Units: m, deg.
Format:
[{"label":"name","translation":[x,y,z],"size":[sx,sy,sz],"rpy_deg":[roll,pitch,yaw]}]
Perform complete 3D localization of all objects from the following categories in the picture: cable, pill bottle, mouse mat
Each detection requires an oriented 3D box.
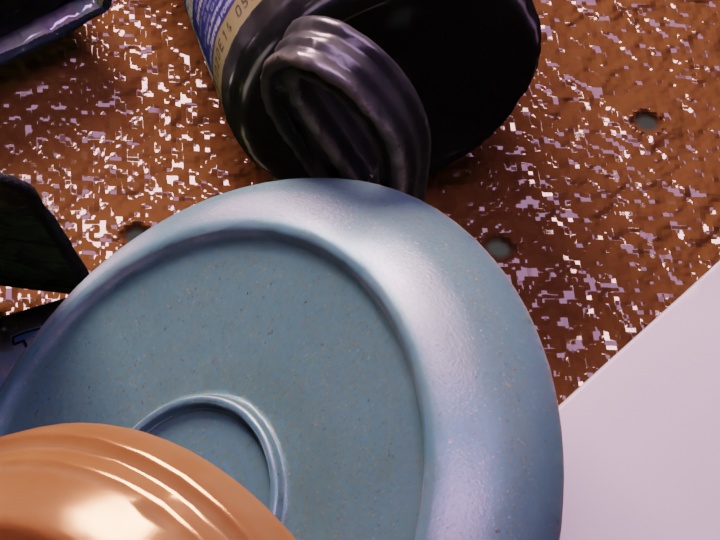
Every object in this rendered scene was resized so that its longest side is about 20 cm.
[{"label":"cable","translation":[0.000,0.000,0.755],"size":[0.097,0.200,0.050],"rpy_deg":[39,76,9]},{"label":"pill bottle","translation":[-0.019,-0.134,0.920],"size":[0.111,0.112,0.201],"rpy_deg":[-9,52,-17]},{"label":"mouse mat","translation":[-0.161,-0.017,0.752],"size":[0.160,0.200,0.008],"rpy_deg":[7,80,1]}]

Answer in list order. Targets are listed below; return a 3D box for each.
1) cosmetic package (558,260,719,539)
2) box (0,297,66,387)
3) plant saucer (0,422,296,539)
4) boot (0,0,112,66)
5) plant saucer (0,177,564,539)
[{"label":"cosmetic package","translation":[0.063,0.101,0.735],"size":[0.085,0.108,0.200],"rpy_deg":[38,55,22]},{"label":"box","translation":[-0.128,0.075,0.771],"size":[0.199,0.035,0.110],"rpy_deg":[-17,54,-23]},{"label":"plant saucer","translation":[-0.077,0.137,0.625],"size":[0.037,0.201,0.200],"rpy_deg":[5,38,-52]},{"label":"boot","translation":[-0.184,-0.099,0.885],"size":[0.199,0.073,0.090],"rpy_deg":[-24,51,-28]},{"label":"plant saucer","translation":[-0.039,0.066,0.668],"size":[0.027,0.200,0.201],"rpy_deg":[29,29,-47]}]
